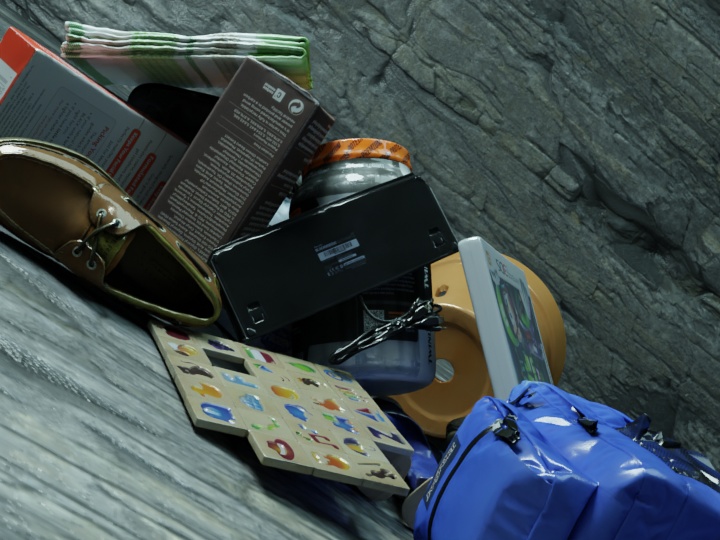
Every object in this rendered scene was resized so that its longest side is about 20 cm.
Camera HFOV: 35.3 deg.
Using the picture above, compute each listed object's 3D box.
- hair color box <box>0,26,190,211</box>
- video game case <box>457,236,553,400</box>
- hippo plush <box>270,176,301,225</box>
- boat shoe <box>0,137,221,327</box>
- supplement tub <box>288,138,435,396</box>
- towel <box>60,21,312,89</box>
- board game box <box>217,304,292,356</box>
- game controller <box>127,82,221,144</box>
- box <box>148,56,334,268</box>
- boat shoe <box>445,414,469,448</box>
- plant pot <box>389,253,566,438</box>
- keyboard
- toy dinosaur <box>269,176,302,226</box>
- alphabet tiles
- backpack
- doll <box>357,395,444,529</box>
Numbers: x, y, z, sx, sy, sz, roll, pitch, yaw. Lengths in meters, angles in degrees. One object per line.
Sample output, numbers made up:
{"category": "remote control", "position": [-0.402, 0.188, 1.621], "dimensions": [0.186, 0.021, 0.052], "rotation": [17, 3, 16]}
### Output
{"category": "hair color box", "position": [-0.223, -0.092, 0.913], "dimensions": [0.199, 0.112, 0.064], "rotation": [33, 3, -45]}
{"category": "video game case", "position": [0.135, 0.084, 0.939], "dimensions": [0.182, 0.023, 0.203], "rotation": [24, 52, -68]}
{"category": "hippo plush", "position": [-0.120, -0.082, 1.327], "dimensions": [0.197, 0.162, 0.161], "rotation": [15, -2, -17]}
{"category": "boat shoe", "position": [-0.175, -0.026, 0.779], "dimensions": [0.199, 0.073, 0.068], "rotation": [31, 1, -31]}
{"category": "supplement tub", "position": [0.000, 0.000, 0.956], "dimensions": [0.120, 0.203, 0.123], "rotation": [-2, -13, 0]}
{"category": "towel", "position": [-0.140, -0.179, 0.954], "dimensions": [0.196, 0.031, 0.149], "rotation": [1, 0, -1]}
{"category": "board game box", "position": [-0.096, 0.030, 1.075], "dimensions": [0.200, 0.041, 0.199], "rotation": [39, 5, 36]}
{"category": "game controller", "position": [-0.176, -0.101, 1.059], "dimensions": [0.103, 0.201, 0.043], "rotation": [3, 59, -19]}
{"category": "box", "position": [-0.107, -0.062, 0.905], "dimensions": [0.074, 0.202, 0.100], "rotation": [32, 3, 5]}
{"category": "boat shoe", "position": [0.122, 0.188, 0.966], "dimensions": [0.200, 0.075, 0.075], "rotation": [48, 27, -54]}
{"category": "plant pot", "position": [0.105, 0.090, 1.183], "dimensions": [0.199, 0.201, 0.140], "rotation": [36, 21, 12]}
{"category": "keyboard", "position": [-0.008, 0.009, 0.875], "dimensions": [0.128, 0.198, 0.021], "rotation": [64, -22, 11]}
{"category": "toy dinosaur", "position": [-0.054, -0.008, 1.137], "dimensions": [0.136, 0.102, 0.200], "rotation": [52, -10, 18]}
{"category": "alphabet tiles", "position": [-0.046, 0.090, 0.745], "dimensions": [0.165, 0.008, 0.200], "rotation": [18, 11, -25]}
{"category": "backpack", "position": [0.121, 0.149, 0.677], "dimensions": [0.167, 0.164, 0.200], "rotation": [31, 6, -13]}
{"category": "doll", "position": [0.023, 0.131, 0.869], "dimensions": [0.136, 0.049, 0.200], "rotation": [37, 4, -6]}
